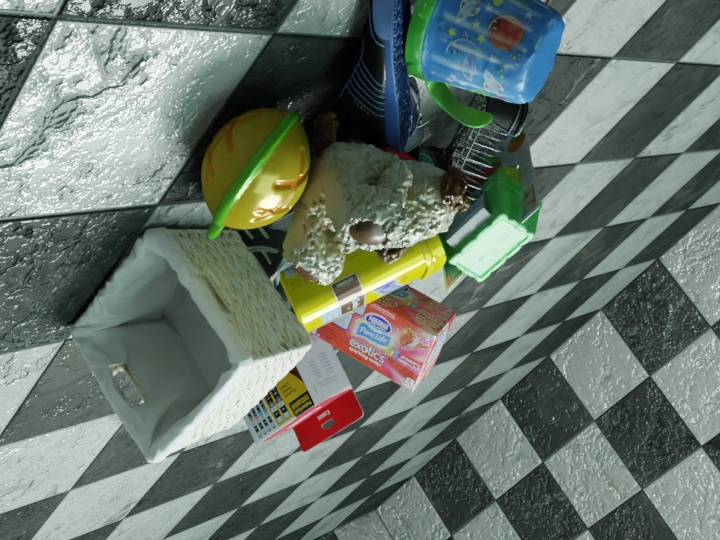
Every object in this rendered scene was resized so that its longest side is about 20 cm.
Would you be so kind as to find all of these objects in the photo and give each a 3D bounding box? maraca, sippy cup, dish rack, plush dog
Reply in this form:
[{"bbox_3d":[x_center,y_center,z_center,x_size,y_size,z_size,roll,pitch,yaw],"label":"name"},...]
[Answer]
[{"bbox_3d":[-0.114,-0.098,1.113,0.138,0.107,0.200,-51,-176,-23],"label":"maraca"},{"bbox_3d":[0.132,-0.237,1.085,0.141,0.129,0.178,-59,161,-9],"label":"sippy cup"},{"bbox_3d":[0.145,-0.159,1.342,0.154,0.054,0.202,-78,-169,-54],"label":"dish rack"},{"bbox_3d":[0.024,-0.076,1.143,0.169,0.164,0.199,9,159,-29],"label":"plush dog"}]

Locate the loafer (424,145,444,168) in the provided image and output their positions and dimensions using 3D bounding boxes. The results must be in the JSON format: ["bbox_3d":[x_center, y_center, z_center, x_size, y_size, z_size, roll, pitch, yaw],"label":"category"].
[{"bbox_3d":[0.071,-0.073,1.474,0.072,0.072,0.202,11,114,-37],"label":"loafer"}]

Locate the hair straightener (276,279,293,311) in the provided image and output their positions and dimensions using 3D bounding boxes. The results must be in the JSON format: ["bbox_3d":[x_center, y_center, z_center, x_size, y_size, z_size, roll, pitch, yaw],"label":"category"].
[{"bbox_3d":[-0.128,0.068,1.497,0.076,0.041,0.200,-22,161,-34],"label":"hair straightener"}]

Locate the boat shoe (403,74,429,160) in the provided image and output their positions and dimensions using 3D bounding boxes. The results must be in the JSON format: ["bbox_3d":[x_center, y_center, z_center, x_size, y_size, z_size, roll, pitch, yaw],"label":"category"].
[{"bbox_3d":[0.045,-0.173,1.271,0.074,0.063,0.201,-29,160,-11],"label":"boat shoe"}]

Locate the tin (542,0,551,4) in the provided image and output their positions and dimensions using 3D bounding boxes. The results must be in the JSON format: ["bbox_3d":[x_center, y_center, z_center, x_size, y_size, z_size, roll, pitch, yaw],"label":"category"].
[{"bbox_3d":[0.186,-0.336,1.130,0.112,0.042,0.201,-46,164,-15],"label":"tin"}]

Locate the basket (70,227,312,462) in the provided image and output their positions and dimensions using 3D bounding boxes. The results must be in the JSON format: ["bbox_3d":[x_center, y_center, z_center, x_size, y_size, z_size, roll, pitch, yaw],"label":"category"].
[{"bbox_3d":[-0.197,0.078,1.257,0.200,0.199,0.160,-45,163,29],"label":"basket"}]

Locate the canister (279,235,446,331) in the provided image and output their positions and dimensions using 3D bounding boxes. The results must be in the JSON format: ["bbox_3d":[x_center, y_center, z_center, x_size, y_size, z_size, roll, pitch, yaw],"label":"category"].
[{"bbox_3d":[0.000,0.000,1.356,0.197,0.088,0.149,-26,173,-4],"label":"canister"}]

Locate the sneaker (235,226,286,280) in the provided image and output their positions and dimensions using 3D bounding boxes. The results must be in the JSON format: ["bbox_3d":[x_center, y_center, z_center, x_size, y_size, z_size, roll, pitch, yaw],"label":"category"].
[{"bbox_3d":[-0.141,-0.001,1.366,0.200,0.079,0.090,-42,169,38],"label":"sneaker"}]

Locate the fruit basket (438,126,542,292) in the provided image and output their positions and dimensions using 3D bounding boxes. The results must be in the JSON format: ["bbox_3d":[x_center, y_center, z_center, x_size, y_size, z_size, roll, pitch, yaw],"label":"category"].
[{"bbox_3d":[0.158,-0.096,1.410,0.093,0.202,0.185,25,129,-30],"label":"fruit basket"}]

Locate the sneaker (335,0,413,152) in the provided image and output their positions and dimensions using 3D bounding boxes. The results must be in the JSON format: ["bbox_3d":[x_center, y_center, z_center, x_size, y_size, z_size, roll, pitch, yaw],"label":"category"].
[{"bbox_3d":[0.011,-0.210,1.114,0.202,0.076,0.071,87,21,-44],"label":"sneaker"}]

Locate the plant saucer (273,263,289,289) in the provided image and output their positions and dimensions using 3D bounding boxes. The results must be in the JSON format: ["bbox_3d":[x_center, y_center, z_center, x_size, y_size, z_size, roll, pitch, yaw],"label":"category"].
[{"bbox_3d":[-0.126,0.040,1.534,0.198,0.036,0.201,-31,161,-12],"label":"plant saucer"}]

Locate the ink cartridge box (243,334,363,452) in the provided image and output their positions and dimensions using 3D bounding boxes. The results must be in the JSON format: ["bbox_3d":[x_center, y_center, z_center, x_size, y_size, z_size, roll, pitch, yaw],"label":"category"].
[{"bbox_3d":[-0.107,0.191,1.660,0.083,0.178,0.200,-20,167,-40],"label":"ink cartridge box"}]

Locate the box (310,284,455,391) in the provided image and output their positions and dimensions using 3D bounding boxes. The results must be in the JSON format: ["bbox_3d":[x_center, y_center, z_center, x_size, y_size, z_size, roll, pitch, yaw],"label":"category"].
[{"bbox_3d":[0.023,0.068,1.517,0.095,0.198,0.101,-39,155,-58],"label":"box"}]

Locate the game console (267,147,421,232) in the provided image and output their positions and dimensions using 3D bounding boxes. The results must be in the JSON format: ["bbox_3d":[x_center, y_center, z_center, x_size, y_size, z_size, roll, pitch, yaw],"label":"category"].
[{"bbox_3d":[-0.003,-0.085,1.289,0.175,0.031,0.199,-32,163,17],"label":"game console"}]

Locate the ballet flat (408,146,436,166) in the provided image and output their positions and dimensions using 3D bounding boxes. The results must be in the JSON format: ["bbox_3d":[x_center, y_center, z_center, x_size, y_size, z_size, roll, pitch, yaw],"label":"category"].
[{"bbox_3d":[0.030,-0.101,1.427,0.073,0.073,0.200,-7,144,-54],"label":"ballet flat"}]
